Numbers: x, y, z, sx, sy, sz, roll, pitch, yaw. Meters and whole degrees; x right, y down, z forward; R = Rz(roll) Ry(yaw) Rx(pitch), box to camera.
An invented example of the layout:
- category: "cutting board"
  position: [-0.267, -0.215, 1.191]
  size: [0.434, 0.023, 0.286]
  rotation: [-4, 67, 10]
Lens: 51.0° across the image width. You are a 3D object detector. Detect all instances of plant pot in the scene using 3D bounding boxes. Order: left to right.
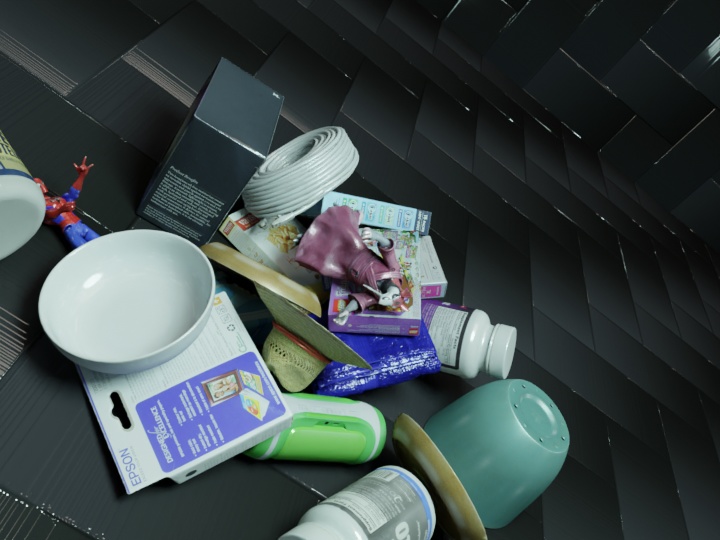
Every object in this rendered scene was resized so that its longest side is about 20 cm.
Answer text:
- category: "plant pot"
  position: [-0.138, 0.009, 1.066]
  size: [0.198, 0.028, 0.200]
  rotation: [29, -5, 3]
- category: "plant pot"
  position: [0.096, 0.284, 0.997]
  size: [0.027, 0.200, 0.201]
  rotation: [-30, 70, -13]
- category: "plant pot"
  position: [0.220, 0.262, 1.157]
  size: [0.199, 0.161, 0.202]
  rotation: [28, 34, -21]

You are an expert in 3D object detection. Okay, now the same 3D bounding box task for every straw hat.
- category: "straw hat"
  position: [-0.082, 0.105, 0.950]
  size: [0.200, 0.085, 0.201]
  rotation: [36, -8, 6]

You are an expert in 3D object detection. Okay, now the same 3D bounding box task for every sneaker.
- category: "sneaker"
  position: [-0.175, 0.037, 1.058]
  size: [0.199, 0.080, 0.131]
  rotation: [-3, 55, -51]

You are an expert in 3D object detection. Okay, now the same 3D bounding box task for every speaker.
- category: "speaker"
  position: [-0.063, 0.205, 0.979]
  size: [0.198, 0.089, 0.089]
  rotation: [15, 41, -38]

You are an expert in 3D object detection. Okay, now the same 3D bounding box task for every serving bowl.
- category: "serving bowl"
  position: [-0.267, 0.044, 0.884]
  size: [0.197, 0.066, 0.202]
  rotation: [2, 48, -2]

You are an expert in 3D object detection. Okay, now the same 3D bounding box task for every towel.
- category: "towel"
  position: [0.008, 0.106, 1.119]
  size: [0.197, 0.050, 0.149]
  rotation: [-12, 54, -13]

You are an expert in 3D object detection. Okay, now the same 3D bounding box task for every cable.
- category: "cable"
  position: [-0.100, -0.156, 1.194]
  size: [0.070, 0.199, 0.200]
  rotation: [61, -8, -24]

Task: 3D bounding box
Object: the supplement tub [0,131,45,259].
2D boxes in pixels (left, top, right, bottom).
- category: "supplement tub"
  position: [-0.466, -0.116, 0.849]
  size: [0.201, 0.145, 0.144]
  rotation: [51, 33, 12]

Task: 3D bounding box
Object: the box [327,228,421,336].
- category: "box"
  position: [0.025, 0.012, 1.159]
  size: [0.135, 0.039, 0.201]
  rotation: [3, 43, 2]

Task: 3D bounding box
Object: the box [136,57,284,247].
- category: "box"
  position: [-0.224, -0.179, 1.143]
  size: [0.122, 0.199, 0.201]
  rotation: [30, 33, -19]

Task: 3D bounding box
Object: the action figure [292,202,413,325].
- category: "action figure"
  position: [0.000, 0.000, 1.097]
  size: [0.199, 0.135, 0.149]
  rotation: [39, 12, 21]

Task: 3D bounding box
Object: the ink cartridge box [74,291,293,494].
- category: "ink cartridge box"
  position: [-0.209, 0.140, 0.883]
  size: [0.198, 0.044, 0.199]
  rotation: [-22, 58, -22]

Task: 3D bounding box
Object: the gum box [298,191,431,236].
- category: "gum box"
  position: [-0.007, -0.098, 1.289]
  size: [0.198, 0.045, 0.169]
  rotation: [8, 1, -26]

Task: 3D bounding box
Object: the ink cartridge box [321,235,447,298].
- category: "ink cartridge box"
  position: [0.031, 0.000, 1.232]
  size: [0.197, 0.042, 0.120]
  rotation: [-3, 42, -9]

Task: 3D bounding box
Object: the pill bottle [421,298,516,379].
- category: "pill bottle"
  position: [0.144, 0.110, 1.211]
  size: [0.198, 0.113, 0.111]
  rotation: [13, 25, 21]

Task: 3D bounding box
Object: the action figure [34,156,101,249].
- category: "action figure"
  position: [-0.349, -0.061, 0.966]
  size: [0.200, 0.099, 0.065]
  rotation: [43, 31, 5]

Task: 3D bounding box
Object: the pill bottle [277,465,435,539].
- category: "pill bottle"
  position: [-0.007, 0.316, 0.885]
  size: [0.199, 0.114, 0.114]
  rotation: [-13, 61, -53]

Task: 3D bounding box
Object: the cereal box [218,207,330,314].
- category: "cereal box"
  position: [-0.119, -0.029, 1.233]
  size: [0.200, 0.040, 0.144]
  rotation: [45, 30, 3]
